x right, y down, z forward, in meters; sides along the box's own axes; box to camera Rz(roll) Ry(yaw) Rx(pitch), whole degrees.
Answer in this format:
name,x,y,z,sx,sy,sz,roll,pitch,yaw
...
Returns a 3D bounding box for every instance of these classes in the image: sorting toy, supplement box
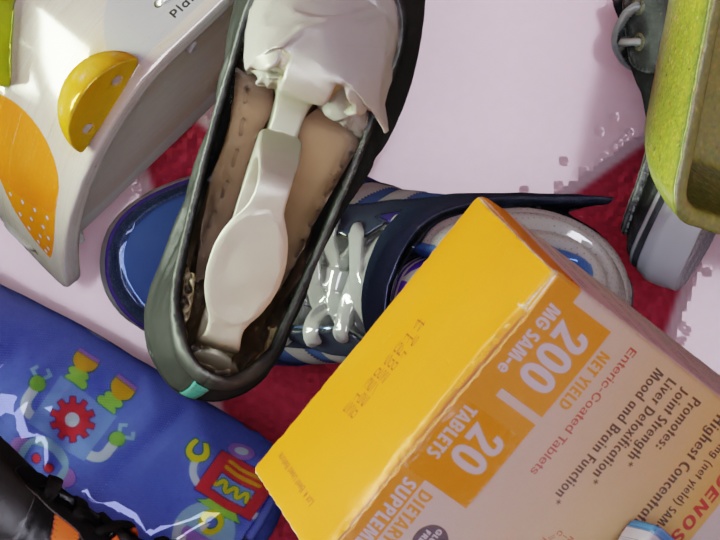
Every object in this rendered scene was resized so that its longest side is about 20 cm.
name,x,y,z,sx,sy,sz,roll,pitch,yaw
sorting toy,-0.107,-0.133,1.050,0.200,0.107,0.180,-45,69,-8
supplement box,0.082,0.085,0.956,0.200,0.074,0.126,35,97,-30

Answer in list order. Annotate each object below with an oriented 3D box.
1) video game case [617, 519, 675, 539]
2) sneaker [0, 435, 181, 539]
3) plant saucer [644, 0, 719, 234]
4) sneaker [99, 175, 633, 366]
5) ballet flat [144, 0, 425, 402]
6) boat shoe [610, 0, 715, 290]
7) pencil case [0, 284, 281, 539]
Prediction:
name,x,y,z,sx,sy,sz,roll,pitch,yaw
video game case,0.086,0.203,0.914,0.143,0.018,0.200,42,72,-28
sneaker,-0.088,0.110,0.990,0.090,0.070,0.200,-28,102,6
plant saucer,0.176,-0.099,1.015,0.200,0.048,0.200,15,85,-44
sneaker,0.000,0.000,1.020,0.200,0.146,0.081,7,89,-1
ballet flat,-0.021,-0.046,0.956,0.068,0.068,0.200,16,96,-7
boat shoe,0.130,-0.092,1.070,0.071,0.072,0.200,19,78,7
pencil case,-0.122,0.062,1.051,0.200,0.078,0.087,31,67,0
